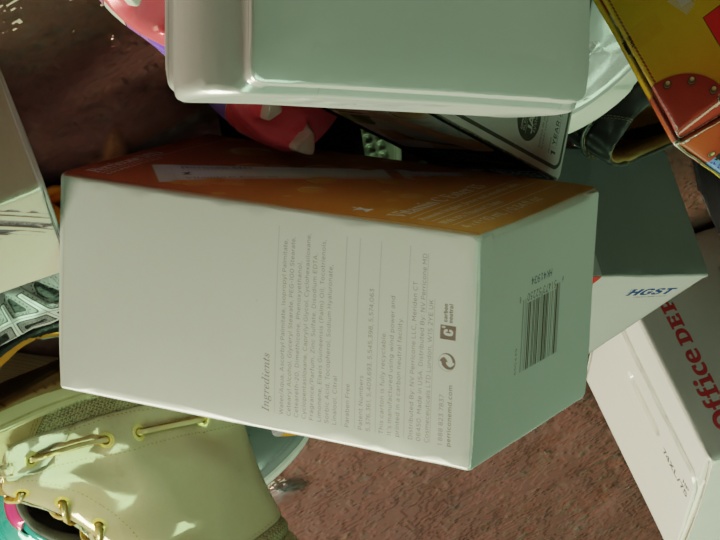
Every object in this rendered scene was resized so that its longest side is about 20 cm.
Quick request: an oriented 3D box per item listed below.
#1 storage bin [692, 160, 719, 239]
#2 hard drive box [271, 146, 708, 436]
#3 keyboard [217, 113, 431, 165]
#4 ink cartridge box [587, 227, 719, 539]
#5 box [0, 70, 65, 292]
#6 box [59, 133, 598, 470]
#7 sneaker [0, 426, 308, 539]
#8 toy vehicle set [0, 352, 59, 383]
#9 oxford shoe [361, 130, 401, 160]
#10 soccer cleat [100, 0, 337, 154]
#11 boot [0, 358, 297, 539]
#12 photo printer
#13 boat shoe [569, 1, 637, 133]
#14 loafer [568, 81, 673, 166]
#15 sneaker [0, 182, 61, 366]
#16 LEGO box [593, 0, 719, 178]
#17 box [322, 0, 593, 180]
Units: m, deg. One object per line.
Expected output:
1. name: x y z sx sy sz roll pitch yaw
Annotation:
1. storage bin: 0.263 -0.009 1.176 0.093 0.201 0.135 -25 151 1
2. hard drive box: 0.055 0.012 1.144 0.155 0.077 0.200 -2 155 -36
3. keyboard: 0.000 0.000 1.037 0.021 0.126 0.201 -49 140 -45
4. ink cartridge box: 0.262 0.059 1.341 0.199 0.147 0.146 -17 151 -11
5. box: -0.232 -0.013 0.924 0.199 0.082 0.069 -22 149 -8
6. box: -0.014 0.007 0.932 0.124 0.199 0.098 -23 118 -60
7. sneaker: -0.110 0.100 1.166 0.199 0.084 0.121 -24 174 -15
8. toy vehicle set: -0.258 0.108 1.152 0.124 0.027 0.200 10 136 -45
9. oxford shoe: -0.042 -0.013 1.097 0.200 0.075 0.058 -57 -177 32
10. soccer cleat: -0.075 -0.119 0.894 0.067 0.076 0.200 -52 135 -7
11. boot: -0.135 0.124 1.060 0.199 0.156 0.073 -24 -170 -19
12. photo printer: 0.008 -0.158 0.774 0.166 0.201 0.069 1 180 -36
13. boat shoe: 0.123 -0.137 1.000 0.200 0.072 0.068 -35 146 19
14. loafer: 0.190 -0.100 1.095 0.199 0.072 0.073 -22 135 -9
15. sneaker: -0.165 -0.001 1.005 0.199 0.078 0.077 -20 152 -30
16. LEGO box: 0.156 -0.157 0.859 0.149 0.201 0.077 -36 148 20
17. box: 0.020 -0.119 0.899 0.060 0.117 0.200 6 171 36
